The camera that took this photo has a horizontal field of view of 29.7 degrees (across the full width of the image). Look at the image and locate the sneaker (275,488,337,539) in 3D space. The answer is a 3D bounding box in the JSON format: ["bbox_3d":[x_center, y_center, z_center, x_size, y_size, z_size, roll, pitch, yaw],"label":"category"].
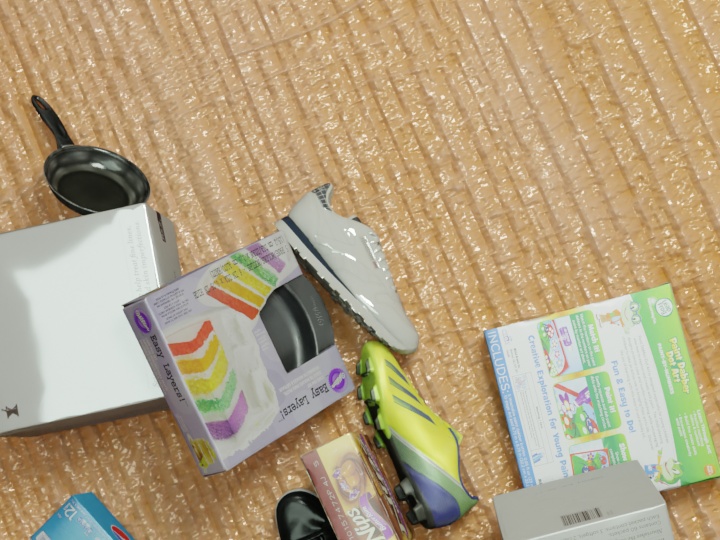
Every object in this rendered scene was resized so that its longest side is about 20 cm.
[{"bbox_3d":[-0.026,0.306,1.341,0.073,0.112,0.201,-30,81,0],"label":"sneaker"}]

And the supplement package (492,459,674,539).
[{"bbox_3d":[0.225,0.309,1.275,0.150,0.151,0.202,-15,97,3],"label":"supplement package"}]

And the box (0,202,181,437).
[{"bbox_3d":[-0.280,0.055,1.389,0.198,0.131,0.201,-12,82,4],"label":"box"}]

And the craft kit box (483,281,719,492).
[{"bbox_3d":[0.242,0.133,1.372,0.196,0.049,0.202,-14,82,6],"label":"craft kit box"}]

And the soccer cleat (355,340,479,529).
[{"bbox_3d":[0.057,0.162,1.384,0.083,0.065,0.202,-19,80,-16],"label":"soccer cleat"}]

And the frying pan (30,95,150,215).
[{"bbox_3d":[-0.309,-0.111,1.435,0.189,0.115,0.031,32,125,11],"label":"frying pan"}]

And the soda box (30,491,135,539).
[{"bbox_3d":[-0.240,0.321,1.383,0.064,0.068,0.200,-44,81,0],"label":"soda box"}]

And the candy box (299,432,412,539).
[{"bbox_3d":[0.000,0.220,1.305,0.056,0.200,0.117,-25,82,2],"label":"candy box"}]

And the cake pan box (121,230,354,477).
[{"bbox_3d":[-0.113,0.078,1.340,0.199,0.052,0.186,-27,96,-42],"label":"cake pan box"}]

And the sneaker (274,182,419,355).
[{"bbox_3d":[0.000,0.000,1.401,0.080,0.076,0.200,-40,82,-10],"label":"sneaker"}]
